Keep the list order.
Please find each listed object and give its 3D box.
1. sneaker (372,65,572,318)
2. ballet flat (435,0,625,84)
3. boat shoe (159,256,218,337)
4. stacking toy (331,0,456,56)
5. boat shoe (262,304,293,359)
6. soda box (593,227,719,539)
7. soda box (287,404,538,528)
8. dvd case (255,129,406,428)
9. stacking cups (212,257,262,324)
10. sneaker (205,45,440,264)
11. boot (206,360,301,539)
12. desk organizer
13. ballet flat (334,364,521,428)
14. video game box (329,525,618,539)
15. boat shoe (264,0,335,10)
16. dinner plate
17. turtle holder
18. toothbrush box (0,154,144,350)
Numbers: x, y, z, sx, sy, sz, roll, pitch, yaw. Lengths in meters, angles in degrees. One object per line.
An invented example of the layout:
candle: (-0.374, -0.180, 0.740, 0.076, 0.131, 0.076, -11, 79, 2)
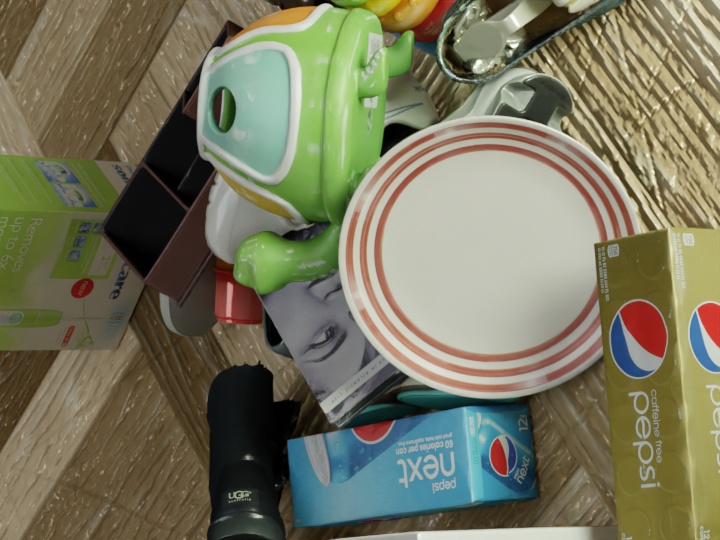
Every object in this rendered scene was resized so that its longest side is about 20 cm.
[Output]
sneaker: (0.066, -0.051, 1.584, 0.200, 0.074, 0.089, -55, 29, -1)
ballet flat: (0.125, -0.181, 1.519, 0.200, 0.074, 0.074, -37, 61, 39)
boat shoe: (-0.130, -0.047, 1.845, 0.064, 0.071, 0.200, 9, 87, 50)
stacking toy: (-0.003, -0.220, 1.587, 0.110, 0.200, 0.116, 31, 108, 47)
boat shoe: (-0.047, -0.029, 1.742, 0.073, 0.062, 0.200, -13, 78, 52)
soda box: (0.198, 0.076, 1.440, 0.068, 0.064, 0.200, -13, 79, 49)
soda box: (0.033, 0.141, 1.639, 0.200, 0.064, 0.068, -15, 77, 49)
dvd case: (0.000, 0.000, 1.648, 0.149, 0.016, 0.200, -39, 47, 7)
stacking cups: (-0.085, -0.058, 1.798, 0.060, 0.060, 0.200, 7, 98, 50)
sneaker: (-0.029, -0.074, 1.660, 0.200, 0.075, 0.087, -43, 53, 6)
boot: (-0.075, 0.187, 1.757, 0.200, 0.076, 0.168, 80, -172, -47)
desk organizer: (-0.116, -0.081, 1.729, 0.200, 0.077, 0.072, -57, 12, 13)
ballet flat: (0.040, 0.071, 1.634, 0.200, 0.067, 0.062, -13, 71, 49)
video game box: (0.054, 0.194, 1.505, 0.182, 0.200, 0.047, -10, 80, 49)
boat shoe: (-0.016, -0.282, 1.718, 0.075, 0.075, 0.202, 35, 122, 30)
dinner plate: (0.085, -0.010, 1.517, 0.024, 0.200, 0.200, -79, 11, -65)
turtle holder: (-0.039, -0.091, 1.577, 0.132, 0.141, 0.186, 6, 124, 10)
toothbrush box: (-0.278, -0.014, 1.915, 0.086, 0.200, 0.146, 50, 125, 38)
